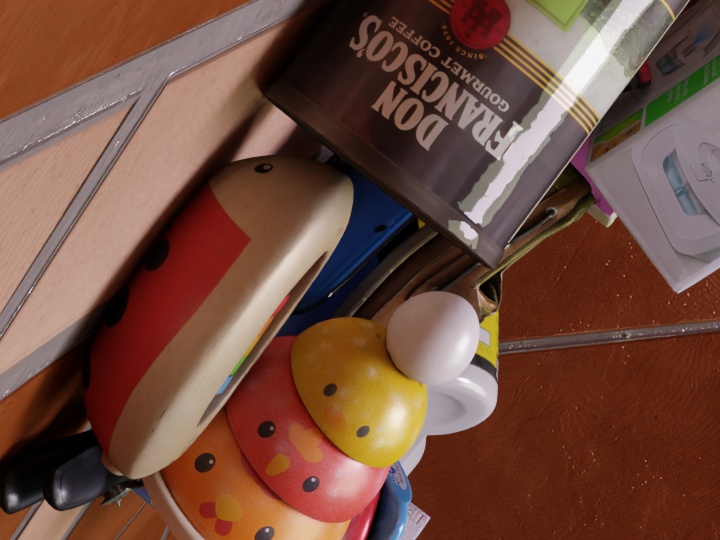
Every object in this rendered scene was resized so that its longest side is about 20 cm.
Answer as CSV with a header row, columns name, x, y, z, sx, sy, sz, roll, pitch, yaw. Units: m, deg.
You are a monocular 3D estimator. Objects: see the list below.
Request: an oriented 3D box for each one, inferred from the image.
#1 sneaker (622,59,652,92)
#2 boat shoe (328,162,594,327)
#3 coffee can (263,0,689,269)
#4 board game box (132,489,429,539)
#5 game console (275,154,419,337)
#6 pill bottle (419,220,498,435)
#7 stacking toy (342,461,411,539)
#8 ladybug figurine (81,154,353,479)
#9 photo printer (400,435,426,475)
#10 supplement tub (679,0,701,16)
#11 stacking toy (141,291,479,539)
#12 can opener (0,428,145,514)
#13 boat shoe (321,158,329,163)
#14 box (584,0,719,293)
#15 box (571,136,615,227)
name,x,y,z,sx,sy,sz,roll,pitch,yaw
sneaker,0.069,-0.128,1.426,0.199,0.075,0.080,-8,-179,-31
boat shoe,0.051,0.004,1.472,0.200,0.068,0.072,-47,177,23
coffee can,0.067,-0.124,1.274,0.200,0.146,0.146,-53,176,0
board game box,-0.060,0.165,1.849,0.043,0.199,0.200,-54,176,20
game console,0.000,0.000,1.525,0.200,0.118,0.171,-42,144,-29
pill bottle,0.043,0.006,1.811,0.113,0.112,0.201,119,-24,-63
stacking toy,-0.076,0.135,1.631,0.110,0.199,0.116,-56,-153,16
ladybug figurine,-0.081,0.019,1.318,0.200,0.072,0.136,-54,176,8
photo printer,-0.045,0.112,1.816,0.070,0.166,0.200,-51,176,20
supplement tub,0.293,-0.126,1.624,0.123,0.200,0.123,-52,177,-4
stacking toy,-0.015,0.072,1.395,0.200,0.146,0.146,-40,-178,28
can opener,-0.155,0.105,1.413,0.063,0.079,0.200,-13,-175,18
boat shoe,-0.052,0.009,1.667,0.062,0.072,0.201,-31,151,-41
box,0.232,-0.100,1.470,0.176,0.097,0.200,-35,-168,20
box,0.127,-0.122,1.699,0.097,0.176,0.200,-52,175,2
